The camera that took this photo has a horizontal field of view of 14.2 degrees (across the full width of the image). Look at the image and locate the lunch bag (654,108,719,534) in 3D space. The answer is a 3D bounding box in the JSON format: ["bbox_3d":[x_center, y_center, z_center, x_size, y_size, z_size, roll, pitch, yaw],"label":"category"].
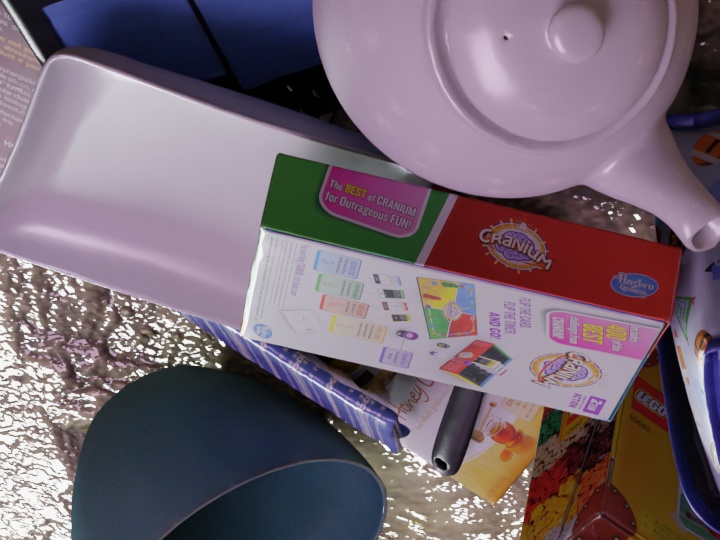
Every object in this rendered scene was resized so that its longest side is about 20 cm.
[{"bbox_3d":[0.209,0.039,1.448,0.123,0.171,0.201,-10,136,5],"label":"lunch bag"}]

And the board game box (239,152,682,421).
[{"bbox_3d":[0.045,0.012,1.425,0.199,0.041,0.153,13,158,-2],"label":"board game box"}]

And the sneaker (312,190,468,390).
[{"bbox_3d":[0.000,0.000,1.570,0.090,0.075,0.200,33,150,-3],"label":"sneaker"}]

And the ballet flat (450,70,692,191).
[{"bbox_3d":[0.086,-0.067,1.518,0.199,0.063,0.068,-11,127,42],"label":"ballet flat"}]

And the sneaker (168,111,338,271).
[{"bbox_3d":[-0.085,-0.036,1.618,0.079,0.130,0.199,39,143,-10],"label":"sneaker"}]

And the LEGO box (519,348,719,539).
[{"bbox_3d":[0.192,0.151,1.593,0.199,0.149,0.077,34,129,-15],"label":"LEGO box"}]

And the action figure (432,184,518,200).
[{"bbox_3d":[0.055,-0.127,1.438,0.052,0.065,0.201,19,121,48],"label":"action figure"}]

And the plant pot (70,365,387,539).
[{"bbox_3d":[-0.101,0.139,1.808,0.135,0.199,0.201,54,156,32],"label":"plant pot"}]

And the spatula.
[{"bbox_3d":[0.064,0.054,1.641,0.056,0.021,0.201,33,143,18],"label":"spatula"}]

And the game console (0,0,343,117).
[{"bbox_3d":[-0.077,-0.130,1.429,0.176,0.031,0.200,-22,142,5],"label":"game console"}]

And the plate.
[{"bbox_3d":[-0.082,-0.041,1.475,0.199,0.032,0.200,17,149,-11],"label":"plate"}]

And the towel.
[{"bbox_3d":[-0.058,0.037,1.652,0.199,0.024,0.145,33,175,8],"label":"towel"}]

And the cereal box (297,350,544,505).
[{"bbox_3d":[0.029,0.041,1.701,0.199,0.040,0.144,32,142,-1],"label":"cereal box"}]

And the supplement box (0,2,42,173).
[{"bbox_3d":[-0.160,-0.121,1.575,0.103,0.131,0.200,24,143,6],"label":"supplement box"}]

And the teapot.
[{"bbox_3d":[0.075,-0.123,1.336,0.199,0.199,0.146,6,-170,-14],"label":"teapot"}]
